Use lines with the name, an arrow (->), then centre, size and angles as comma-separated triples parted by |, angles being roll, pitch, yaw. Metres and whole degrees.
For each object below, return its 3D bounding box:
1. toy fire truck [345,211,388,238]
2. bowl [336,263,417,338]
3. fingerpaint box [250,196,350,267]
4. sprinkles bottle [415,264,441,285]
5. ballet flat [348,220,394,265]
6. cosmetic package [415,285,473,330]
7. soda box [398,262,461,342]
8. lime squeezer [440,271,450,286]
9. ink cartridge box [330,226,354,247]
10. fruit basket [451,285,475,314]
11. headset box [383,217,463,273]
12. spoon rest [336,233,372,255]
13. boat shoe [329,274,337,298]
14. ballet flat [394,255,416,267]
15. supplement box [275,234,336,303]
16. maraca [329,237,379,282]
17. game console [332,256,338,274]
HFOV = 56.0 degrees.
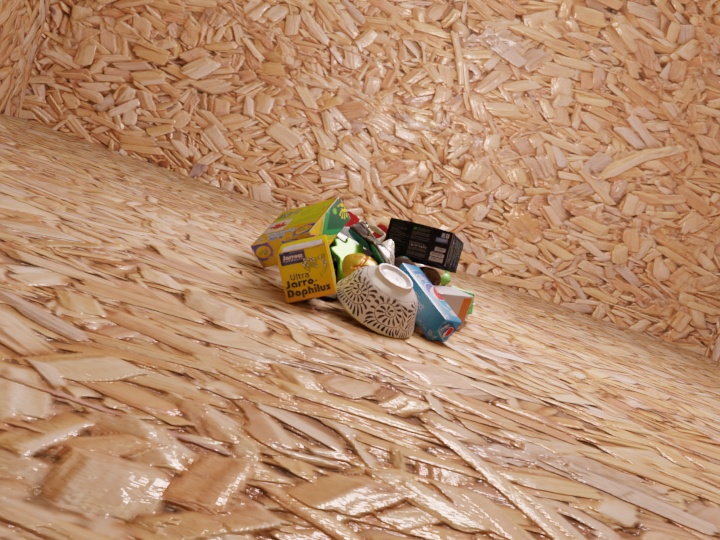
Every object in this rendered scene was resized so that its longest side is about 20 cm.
toy fire truck -> 0.048, -0.092, 1.947 | 0.200, 0.049, 0.141 | 38, -14, -35
bowl -> 0.055, 0.047, 1.486 | 0.201, 0.094, 0.201 | 27, 24, -13
fingerpaint box -> -0.149, -0.094, 1.705 | 0.200, 0.073, 0.167 | -11, 29, 36
sprinkles bottle -> 0.176, 0.020, 1.910 | 0.068, 0.068, 0.200 | 19, 2, -5
ballet flat -> 0.045, -0.065, 1.707 | 0.072, 0.072, 0.200 | 12, 28, -45
cosmetic package -> 0.207, 0.096, 1.737 | 0.071, 0.102, 0.200 | 25, 10, 32
soda box -> 0.149, 0.075, 1.603 | 0.064, 0.068, 0.200 | 11, 34, -45
lime squeezer -> 0.223, 0.029, 2.014 | 0.071, 0.200, 0.038 | 48, 26, 15
ink cartridge box -> -0.117, -0.092, 1.938 | 0.200, 0.041, 0.200 | 5, -9, 0
fruit basket -> 0.227, 0.092, 1.955 | 0.200, 0.094, 0.185 | 0, -4, 12
headset box -> 0.172, -0.063, 1.807 | 0.174, 0.093, 0.200 | 15, -1, 18
spoon rest -> -0.056, -0.077, 1.802 | 0.200, 0.061, 0.099 | 13, 8, 9
boat shoe -> -0.087, 0.019, 1.669 | 0.072, 0.069, 0.200 | 18, 7, -7
ballet flat -> 0.134, 0.047, 1.762 | 0.068, 0.067, 0.200 | -4, -41, 28
supplement box -> -0.116, -0.008, 1.492 | 0.109, 0.110, 0.200 | -12, 9, 0
maraca -> -0.005, 0.006, 1.651 | 0.137, 0.107, 0.200 | -6, 64, -51
game console -> 0.000, 0.000, 1.806 | 0.171, 0.118, 0.200 | 59, -2, -13
